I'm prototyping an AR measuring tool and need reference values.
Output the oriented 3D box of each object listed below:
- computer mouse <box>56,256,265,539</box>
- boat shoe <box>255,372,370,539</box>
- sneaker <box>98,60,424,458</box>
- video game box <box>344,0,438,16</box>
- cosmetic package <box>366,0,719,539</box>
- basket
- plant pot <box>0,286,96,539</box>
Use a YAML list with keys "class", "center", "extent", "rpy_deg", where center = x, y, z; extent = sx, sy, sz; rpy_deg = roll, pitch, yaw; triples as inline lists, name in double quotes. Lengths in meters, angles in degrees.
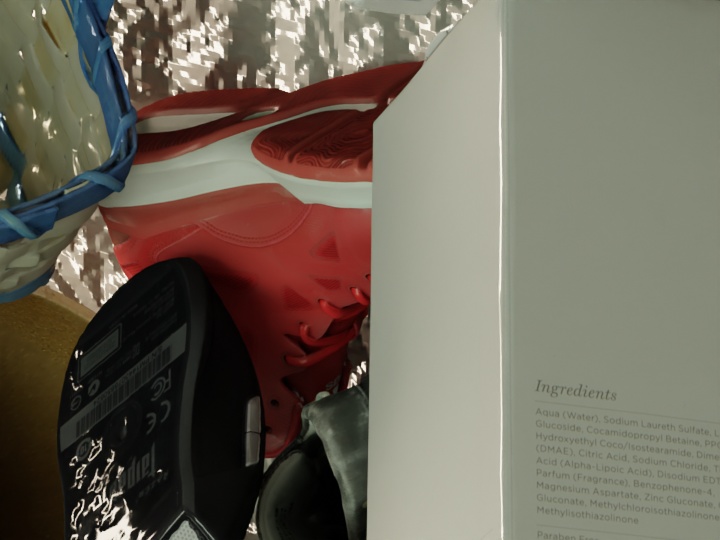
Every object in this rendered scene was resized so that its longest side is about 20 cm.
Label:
- class: "computer mouse"
  center: [-0.075, 0.099, 0.927]
  extent: [0.046, 0.200, 0.140]
  rpy_deg: [30, 121, -30]
- class: "boat shoe"
  center: [-0.001, 0.068, 0.936]
  extent: [0.200, 0.071, 0.072]
  rpy_deg: [103, 147, -64]
- class: "sneaker"
  center: [0.000, 0.000, 0.966]
  extent: [0.200, 0.078, 0.116]
  rpy_deg: [5, 121, 48]
- class: "video game box"
  center: [0.009, -0.199, 0.756]
  extent: [0.182, 0.047, 0.200]
  rpy_deg: [-46, 69, 24]
- class: "cosmetic package"
  center: [0.054, 0.033, 0.788]
  extent: [0.113, 0.081, 0.201]
  rpy_deg: [135, 141, -63]
- class: "basket"
  center: [-0.156, -0.062, 0.919]
  extent: [0.139, 0.176, 0.200]
  rpy_deg: [65, 152, 20]
- class: "plant pot"
  center: [-0.180, 0.111, 1.080]
  extent: [0.200, 0.186, 0.187]
  rpy_deg: [-20, 97, 53]
